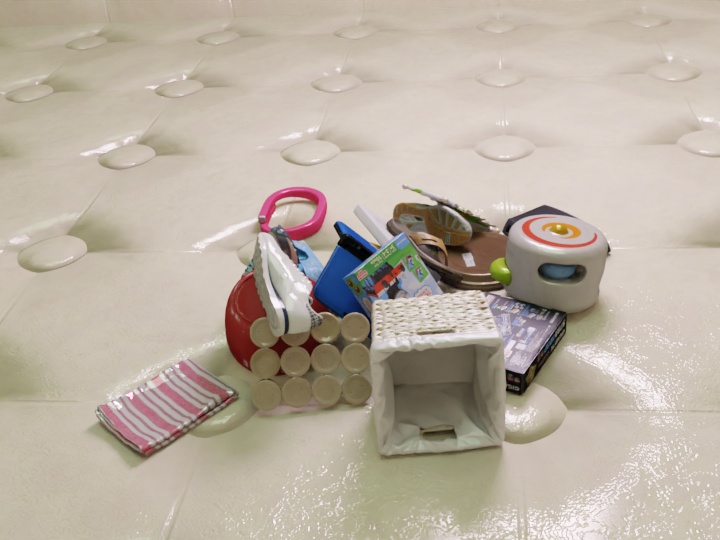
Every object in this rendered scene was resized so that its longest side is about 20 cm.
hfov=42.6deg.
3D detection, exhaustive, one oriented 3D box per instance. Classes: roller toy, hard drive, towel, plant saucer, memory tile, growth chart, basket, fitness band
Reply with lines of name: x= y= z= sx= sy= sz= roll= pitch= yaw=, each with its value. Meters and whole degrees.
roller toy: x=0.357 y=-0.020 z=1.690 sx=0.199 sy=0.141 sz=0.182 roll=-20 pitch=35 yaw=-38
hard drive: x=0.398 y=-0.072 z=1.881 sx=0.134 sy=0.043 sz=0.200 roll=-21 pitch=35 yaw=-24
towel: x=-0.318 y=0.218 z=1.525 sx=0.146 sy=0.030 sz=0.199 roll=25 pitch=42 yaw=38
plant saucer: x=0.240 y=-0.024 z=1.840 sx=0.198 sy=0.030 sz=0.201 roll=-4 pitch=32 yaw=2
memory tile: x=-0.081 y=0.147 z=1.507 sx=0.198 sy=0.155 sz=0.017 roll=-3 pitch=-4 yaw=-3
growth chart: x=0.195 y=-0.128 z=1.916 sx=0.199 sy=0.018 sz=0.144 roll=26 pitch=-1 yaw=-43
hard drive: x=0.071 y=-0.054 z=1.837 sx=0.027 sy=0.132 sz=0.200 roll=-52 pitch=34 yaw=10
basket: x=0.112 y=0.151 z=1.410 sx=0.196 sy=0.201 sz=0.161 roll=-5 pitch=29 yaw=-1
fitness band: x=-0.149 y=-0.130 z=2.061 sx=0.142 sy=0.038 sz=0.201 roll=1 pitch=33 yaw=9

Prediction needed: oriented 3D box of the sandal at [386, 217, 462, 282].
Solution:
sandal: x=0.128 y=-0.049 z=1.788 sx=0.082 sy=0.055 sz=0.200 roll=26 pitch=16 yaw=-51

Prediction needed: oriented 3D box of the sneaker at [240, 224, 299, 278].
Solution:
sneaker: x=-0.172 y=0.000 z=1.708 sx=0.086 sy=0.201 sz=0.078 roll=-21 pitch=58 yaw=-30

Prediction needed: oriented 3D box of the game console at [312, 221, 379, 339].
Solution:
game console: x=0.010 y=0.028 z=1.653 sx=0.119 sy=0.200 sz=0.171 roll=-50 pitch=18 yaw=7

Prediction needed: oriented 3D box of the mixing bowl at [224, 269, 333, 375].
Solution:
mixing bowl: x=-0.155 y=0.069 z=1.586 sx=0.198 sy=0.109 sz=0.202 roll=-6 pitch=63 yaw=11

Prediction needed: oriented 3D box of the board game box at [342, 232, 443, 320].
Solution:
board game box: x=0.077 y=0.056 z=1.585 sx=0.036 sy=0.201 sz=0.151 roll=-25 pitch=10 yaw=48

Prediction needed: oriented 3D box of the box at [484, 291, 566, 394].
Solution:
box: x=0.246 y=0.120 z=1.586 sx=0.158 sy=0.046 sz=0.200 roll=14 pitch=36 yaw=28

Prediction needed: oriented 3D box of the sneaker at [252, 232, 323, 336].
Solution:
sneaker: x=-0.125 y=0.020 z=1.511 sx=0.080 sy=0.077 sz=0.201 roll=-10 pitch=56 yaw=-17

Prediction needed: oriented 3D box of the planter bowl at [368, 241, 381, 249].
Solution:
planter bowl: x=0.000 y=0.000 z=1.782 sx=0.198 sy=0.084 sz=0.201 roll=-4 pitch=31 yaw=2

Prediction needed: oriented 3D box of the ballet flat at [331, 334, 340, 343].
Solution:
ballet flat: x=-0.125 y=0.101 z=1.670 sx=0.198 sy=0.072 sz=0.072 roll=9 pitch=34 yaw=17

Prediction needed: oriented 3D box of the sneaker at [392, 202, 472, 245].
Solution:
sneaker: x=0.162 y=-0.105 z=1.900 sx=0.199 sy=0.076 sz=0.087 roll=23 pitch=19 yaw=41

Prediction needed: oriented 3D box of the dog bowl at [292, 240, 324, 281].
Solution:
dog bowl: x=-0.113 y=0.013 z=1.760 sx=0.049 sy=0.112 sz=0.200 roll=-4 pitch=29 yaw=-24
